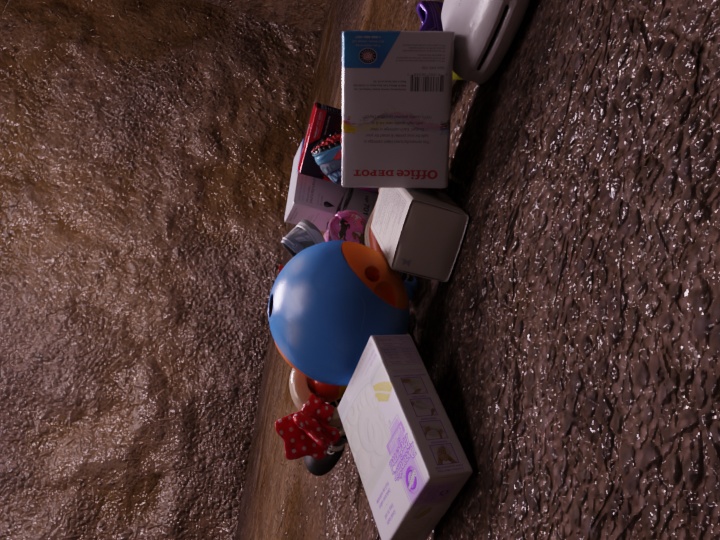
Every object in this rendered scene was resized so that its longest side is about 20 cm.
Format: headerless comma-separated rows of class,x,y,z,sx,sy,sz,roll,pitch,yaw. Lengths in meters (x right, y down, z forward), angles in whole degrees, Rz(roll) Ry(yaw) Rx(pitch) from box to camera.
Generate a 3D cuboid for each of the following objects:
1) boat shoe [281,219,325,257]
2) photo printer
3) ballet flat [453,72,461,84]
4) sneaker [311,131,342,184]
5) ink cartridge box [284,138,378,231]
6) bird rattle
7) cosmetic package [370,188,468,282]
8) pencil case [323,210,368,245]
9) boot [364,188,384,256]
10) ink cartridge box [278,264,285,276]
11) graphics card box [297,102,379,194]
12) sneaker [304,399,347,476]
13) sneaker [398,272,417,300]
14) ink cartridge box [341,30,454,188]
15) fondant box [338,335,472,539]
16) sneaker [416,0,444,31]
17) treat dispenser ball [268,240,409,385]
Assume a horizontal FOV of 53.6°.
boat shoe,-0.077,0.007,1.253,0.074,0.065,0.203,26,147,45
photo printer,0.167,-0.360,0.951,0.201,0.069,0.167,-90,16,-44
ballet flat,0.088,-0.280,1.136,0.199,0.067,0.067,-28,91,42
sneaker,0.021,-0.203,1.223,0.096,0.198,0.080,64,-152,-31
ink cartridge box,-0.035,-0.150,1.373,0.086,0.198,0.148,129,150,-62
bird rattle,-0.048,0.199,1.104,0.164,0.198,0.113,61,154,27
cosmetic package,0.080,-0.070,1.031,0.200,0.086,0.104,-108,33,-69
pencil case,-0.040,-0.042,1.301,0.083,0.086,0.200,-66,9,-21
boot,0.062,-0.096,1.189,0.107,0.074,0.202,158,124,-70
ink cartridge box,-0.052,0.082,1.184,0.163,0.198,0.057,104,-177,-57
graphics card box,-0.003,-0.214,1.290,0.051,0.198,0.127,-102,28,-66
sneaker,-0.049,0.259,1.203,0.088,0.073,0.202,-10,-57,-81
sneaker,0.000,0.000,1.143,0.198,0.083,0.071,13,69,40
ink cartridge box,0.046,-0.225,0.988,0.146,0.145,0.202,-93,3,-73
fondant box,0.044,0.198,0.851,0.201,0.058,0.145,65,144,42
sneaker,0.105,-0.352,1.199,0.081,0.082,0.202,-176,95,-78
treat dispenser ball,-0.030,0.058,1.001,0.201,0.199,0.203,-168,90,-78
